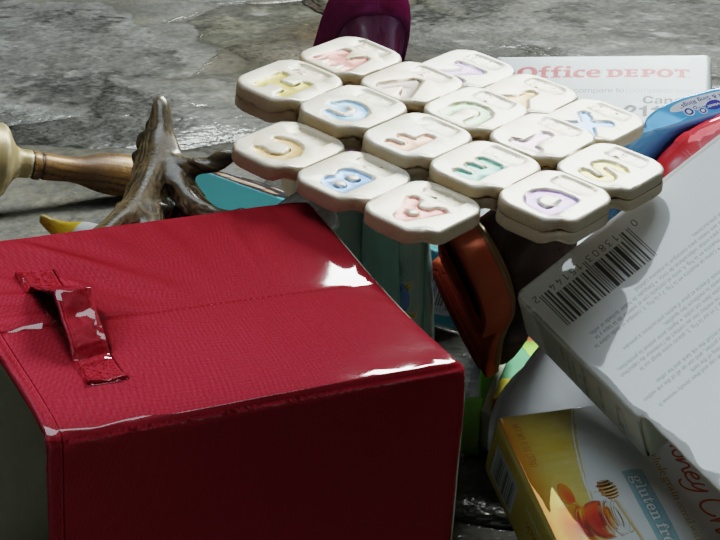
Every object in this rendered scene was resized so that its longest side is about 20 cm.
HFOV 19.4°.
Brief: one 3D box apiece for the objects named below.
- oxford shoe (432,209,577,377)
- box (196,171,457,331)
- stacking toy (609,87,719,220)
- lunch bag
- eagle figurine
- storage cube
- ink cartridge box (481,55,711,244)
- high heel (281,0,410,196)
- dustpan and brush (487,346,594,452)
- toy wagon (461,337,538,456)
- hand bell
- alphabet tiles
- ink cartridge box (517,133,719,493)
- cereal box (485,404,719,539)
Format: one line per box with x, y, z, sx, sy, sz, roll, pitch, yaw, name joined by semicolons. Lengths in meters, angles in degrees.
0.083;0.007;1.125;0.072;0.072;0.200;-26;-8;-5;oxford shoe
-0.024;-0.015;1.368;0.199;0.050;0.082;21;6;39;box
0.217;0.003;1.061;0.115;0.110;0.200;-15;41;-21;stacking toy
0.000;0.000;1.128;0.076;0.202;0.160;-1;8;0;lunch bag
-0.099;0.013;1.067;0.151;0.201;0.151;-24;52;-20;eagle figurine
-0.074;0.089;0.904;0.178;0.202;0.171;-8;28;-24;storage cube
0.148;-0.043;1.324;0.144;0.083;0.201;0;46;9;ink cartridge box
-0.008;-0.112;1.269;0.067;0.097;0.200;4;-22;-17;high heel
0.130;0.054;1.103;0.138;0.057;0.201;7;48;-7;dustpan and brush
0.133;0.084;1.154;0.154;0.040;0.200;4;20;12;toy wagon
-0.235;-0.079;1.572;0.198;0.105;0.104;4;17;-23;hand bell
0.041;-0.066;1.010;0.199;0.015;0.195;26;34;30;alphabet tiles
0.203;0.015;0.980;0.199;0.045;0.176;-37;57;-10;ink cartridge box
0.174;0.119;0.981;0.198;0.040;0.144;-7;45;-20;cereal box
